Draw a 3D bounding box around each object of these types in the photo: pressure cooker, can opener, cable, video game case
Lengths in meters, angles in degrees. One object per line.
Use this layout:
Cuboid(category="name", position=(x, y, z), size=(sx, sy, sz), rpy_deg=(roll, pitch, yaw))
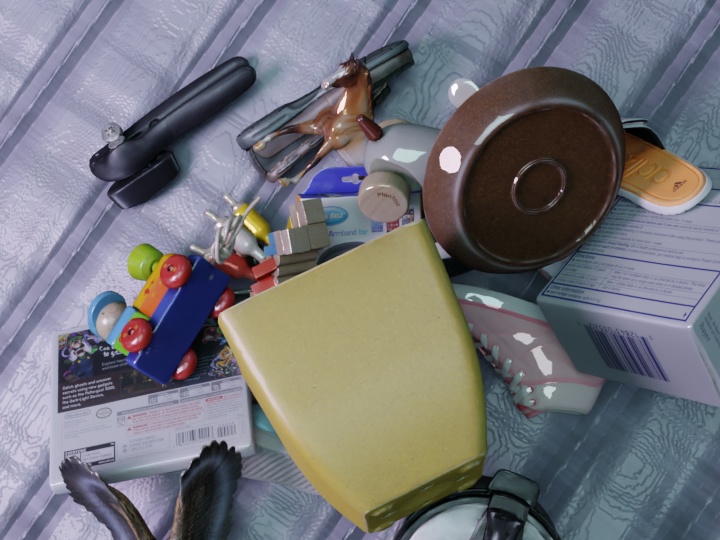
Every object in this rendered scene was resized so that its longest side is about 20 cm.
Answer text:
Cuboid(category="pressure cooker", position=(0.105, 0.284, 1.291), size=(0.178, 0.200, 0.177), rpy_deg=(-21, 85, 3))
Cuboid(category="can opener", position=(-0.192, -0.152, 1.441), size=(0.200, 0.079, 0.063), rpy_deg=(-42, 44, -3))
Cuboid(category="cable", position=(-0.077, 0.007, 1.407), size=(0.199, 0.050, 0.097), rpy_deg=(28, 72, 9))
Cuboid(category="video game case", position=(-0.206, 0.119, 1.382), size=(0.199, 0.023, 0.182), rpy_deg=(-12, 52, 4))

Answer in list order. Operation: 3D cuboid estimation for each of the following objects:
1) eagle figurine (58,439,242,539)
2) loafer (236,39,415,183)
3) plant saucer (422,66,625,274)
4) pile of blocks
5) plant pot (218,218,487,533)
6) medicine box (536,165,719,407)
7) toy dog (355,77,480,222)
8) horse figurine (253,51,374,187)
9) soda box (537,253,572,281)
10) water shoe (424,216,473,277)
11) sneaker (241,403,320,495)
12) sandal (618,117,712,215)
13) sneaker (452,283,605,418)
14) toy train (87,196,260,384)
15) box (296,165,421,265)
Cuboid(category="eagle figurine", position=(-0.184, 0.253, 1.315), size=(0.150, 0.151, 0.201), rpy_deg=(-4, 96, 44))
Cuboid(category="loafer", position=(-0.027, -0.160, 1.425), size=(0.199, 0.072, 0.063), rpy_deg=(-29, 102, 8))
Cuboid(category="plant saucer", position=(0.153, -0.080, 1.245), size=(0.199, 0.035, 0.201), rpy_deg=(-10, 120, -18))
Cuboid(category="pile of blocks", position=(-0.088, 0.018, 1.340), size=(0.082, 0.062, 0.201), rpy_deg=(39, 126, 40))
Cuboid(category="plant pot", position=(0.013, 0.110, 1.223), size=(0.194, 0.196, 0.201), rpy_deg=(-25, 73, -6))
Cuboid(category="medicine box", position=(0.297, 0.005, 1.278), size=(0.200, 0.182, 0.103), rpy_deg=(-47, 122, -23))
Cuboid(category="toy dog", position=(0.075, -0.124, 1.292), size=(0.199, 0.096, 0.132), rpy_deg=(-27, 43, 7))
Cuboid(category="horse figurine", position=(-0.010, -0.103, 1.392), size=(0.132, 0.050, 0.200), rpy_deg=(-37, 117, -2))
Cuboid(category="soda box", position=(0.151, -0.065, 1.389), size=(0.200, 0.068, 0.064), rpy_deg=(42, 90, 7))
Cuboid(category="water shoe", position=(0.094, -0.043, 1.336), size=(0.199, 0.072, 0.079), rpy_deg=(-17, 70, 1))
Cuboid(category="sneaker", position=(-0.089, 0.160, 1.399), size=(0.199, 0.074, 0.082), rpy_deg=(18, 45, 16))
Cuboid(category="sandal", position=(0.253, -0.112, 1.330), size=(0.079, 0.207, 0.059), rpy_deg=(-39, 119, -11))
Cuboid(category="sneaker", position=(0.147, 0.082, 1.367), size=(0.199, 0.075, 0.105), rpy_deg=(19, 83, -3))
Cuboid(category="toy train", position=(-0.182, 0.000, 1.379), size=(0.115, 0.085, 0.201), rpy_deg=(24, 80, 42))
Cuboid(category="box", position=(0.000, 0.000, 1.372), size=(0.118, 0.041, 0.201), rpy_deg=(-4, 103, -9))
